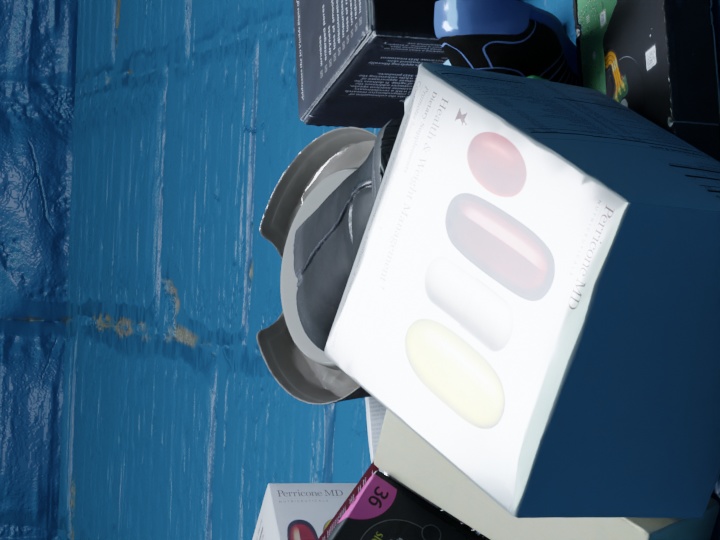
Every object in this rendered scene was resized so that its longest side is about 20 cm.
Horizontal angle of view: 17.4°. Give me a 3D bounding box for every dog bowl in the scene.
[{"bbox_3d":[0.000,0.000,1.699,0.200,0.059,0.201,-17,69,51],"label":"dog bowl"}]

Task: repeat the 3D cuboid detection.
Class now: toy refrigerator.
[{"bbox_3d":[0.109,0.131,1.415,0.200,0.076,0.070,29,117,34],"label":"toy refrigerator"}]

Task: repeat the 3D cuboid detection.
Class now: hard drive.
[{"bbox_3d":[0.177,-0.128,1.457,0.140,0.038,0.201,137,132,-67],"label":"hard drive"}]

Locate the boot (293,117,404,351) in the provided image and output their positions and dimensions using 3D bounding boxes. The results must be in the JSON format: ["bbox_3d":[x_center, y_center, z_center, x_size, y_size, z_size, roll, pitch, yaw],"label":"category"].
[{"bbox_3d":[-0.001,0.010,1.543,0.200,0.065,0.165,137,145,-60],"label":"boot"}]

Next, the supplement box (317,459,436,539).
[{"bbox_3d":[0.040,0.198,1.742,0.200,0.108,0.061,121,147,-56],"label":"supplement box"}]

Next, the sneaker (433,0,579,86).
[{"bbox_3d":[0.102,-0.117,1.512,0.200,0.070,0.078,24,-112,-61],"label":"sneaker"}]

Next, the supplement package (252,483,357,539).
[{"bbox_3d":[-0.019,0.283,1.916,0.200,0.113,0.110,-105,23,-43],"label":"supplement package"}]

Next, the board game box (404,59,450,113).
[{"bbox_3d":[0.091,-0.057,1.698,0.196,0.056,0.201,143,127,-68],"label":"board game box"}]

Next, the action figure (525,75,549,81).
[{"bbox_3d":[0.099,-0.061,1.488,0.055,0.118,0.200,-50,-19,-27],"label":"action figure"}]

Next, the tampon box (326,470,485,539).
[{"bbox_3d":[0.001,0.251,1.484,0.150,0.126,0.200,-56,-4,-32],"label":"tampon box"}]

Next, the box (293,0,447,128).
[{"bbox_3d":[0.028,-0.234,1.811,0.197,0.124,0.201,140,130,-66],"label":"box"}]

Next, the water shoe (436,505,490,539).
[{"bbox_3d":[0.078,0.184,1.551,0.079,0.071,0.200,45,155,6],"label":"water shoe"}]

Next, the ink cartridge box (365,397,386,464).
[{"bbox_3d":[0.023,0.075,1.828,0.200,0.040,0.201,81,-174,-70],"label":"ink cartridge box"}]

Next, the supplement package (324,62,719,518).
[{"bbox_3d":[0.112,0.012,1.331,0.200,0.147,0.192,37,116,48],"label":"supplement package"}]
